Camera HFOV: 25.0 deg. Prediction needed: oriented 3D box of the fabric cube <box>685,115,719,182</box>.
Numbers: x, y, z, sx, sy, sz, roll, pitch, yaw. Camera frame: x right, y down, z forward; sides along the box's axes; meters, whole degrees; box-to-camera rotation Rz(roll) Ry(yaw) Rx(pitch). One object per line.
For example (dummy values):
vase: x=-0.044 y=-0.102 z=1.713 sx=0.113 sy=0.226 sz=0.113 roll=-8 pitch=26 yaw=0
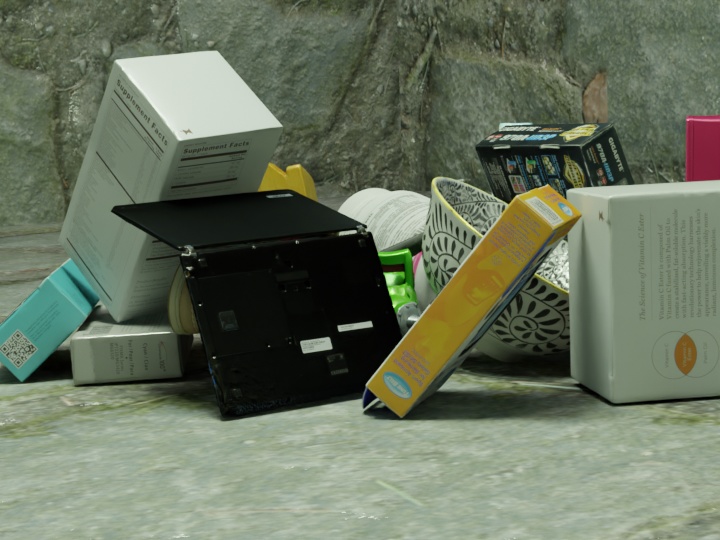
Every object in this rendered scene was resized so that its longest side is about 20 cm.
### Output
fabric cube: x=0.404 y=-0.047 z=1.519 sx=0.197 sy=0.202 sz=0.196 roll=1 pitch=5 yaw=12

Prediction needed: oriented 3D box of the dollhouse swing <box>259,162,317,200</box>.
dollhouse swing: x=-0.135 y=-0.039 z=1.782 sx=0.198 sy=0.183 sz=0.176 roll=-9 pitch=13 yaw=8

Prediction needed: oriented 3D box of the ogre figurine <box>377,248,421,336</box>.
ogre figurine: x=-0.008 y=0.035 z=1.379 sx=0.119 sy=0.099 sz=0.200 roll=-11 pitch=-3 yaw=2

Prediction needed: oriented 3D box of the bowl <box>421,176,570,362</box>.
bowl: x=0.121 y=0.015 z=1.371 sx=0.200 sy=0.095 sz=0.201 roll=30 pitch=16 yaw=-9

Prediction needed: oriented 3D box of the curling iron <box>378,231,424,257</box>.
curling iron: x=0.000 y=0.000 z=1.480 sx=0.049 sy=0.026 sz=0.199 roll=6 pitch=-18 yaw=-40

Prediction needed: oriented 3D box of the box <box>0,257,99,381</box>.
box: x=-0.281 y=0.040 z=1.463 sx=0.082 sy=0.049 sz=0.200 roll=-44 pitch=7 yaw=1

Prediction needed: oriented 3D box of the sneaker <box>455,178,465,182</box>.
sneaker: x=0.110 y=-0.024 z=1.680 sx=0.077 sy=0.141 sz=0.200 roll=-3 pitch=5 yaw=-10

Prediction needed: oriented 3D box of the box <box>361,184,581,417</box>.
box: x=0.078 y=0.029 z=1.182 sx=0.041 sy=0.201 sz=0.119 roll=39 pitch=16 yaw=9

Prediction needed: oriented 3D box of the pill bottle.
pill bottle: x=0.057 y=-0.014 z=1.587 sx=0.112 sy=0.114 sz=0.200 roll=-5 pitch=17 yaw=-28

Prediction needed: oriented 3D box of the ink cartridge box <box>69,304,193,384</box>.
ink cartridge box: x=-0.158 y=0.056 z=1.440 sx=0.174 sy=0.045 sz=0.200 roll=-5 pitch=7 yaw=-2

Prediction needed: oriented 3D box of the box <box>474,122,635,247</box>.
box: x=0.197 y=-0.034 z=1.477 sx=0.046 sy=0.201 sz=0.159 roll=-31 pitch=18 yaw=-25

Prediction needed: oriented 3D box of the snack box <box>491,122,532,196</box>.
snack box: x=0.171 y=-0.052 z=1.655 sx=0.037 sy=0.117 sz=0.200 roll=0 pitch=-24 yaw=17

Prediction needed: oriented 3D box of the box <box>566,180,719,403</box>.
box: x=0.265 y=0.010 z=1.222 sx=0.198 sy=0.154 sz=0.106 roll=-3 pitch=6 yaw=-9

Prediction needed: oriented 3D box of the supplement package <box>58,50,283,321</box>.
supplement package: x=-0.165 y=-0.073 z=1.394 sx=0.109 sy=0.201 sz=0.114 roll=-12 pitch=50 yaw=-40

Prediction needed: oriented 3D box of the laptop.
laptop: x=-0.078 y=0.018 z=1.274 sx=0.176 sy=0.202 sz=0.103 roll=-8 pitch=-15 yaw=-35

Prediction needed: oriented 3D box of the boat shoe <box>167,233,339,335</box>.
boat shoe: x=-0.084 y=-0.007 z=1.353 sx=0.069 sy=0.074 sz=0.200 roll=12 pitch=36 yaw=28
